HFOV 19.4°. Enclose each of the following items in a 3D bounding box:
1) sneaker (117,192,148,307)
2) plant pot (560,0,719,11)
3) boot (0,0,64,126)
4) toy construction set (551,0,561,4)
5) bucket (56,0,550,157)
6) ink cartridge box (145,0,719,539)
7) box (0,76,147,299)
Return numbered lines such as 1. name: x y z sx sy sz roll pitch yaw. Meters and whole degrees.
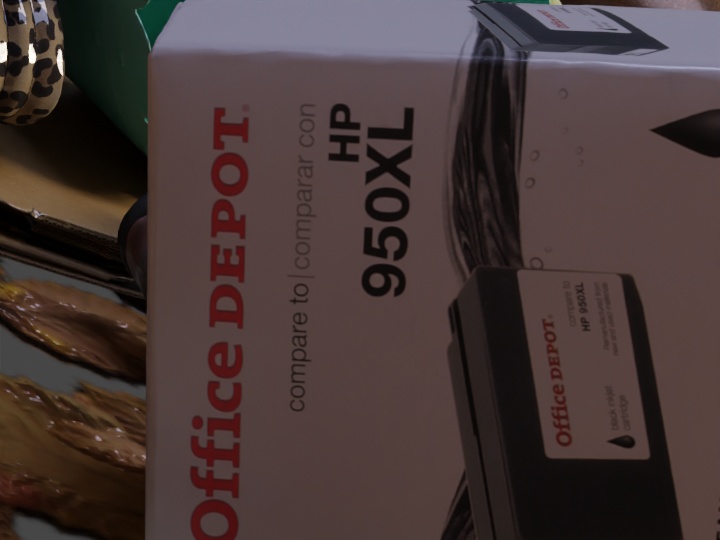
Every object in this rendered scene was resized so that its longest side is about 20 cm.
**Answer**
1. sneaker: 0.000 0.000 0.722 0.200 0.077 0.082 10 35 -51
2. plant pot: 0.165 -0.053 1.088 0.200 0.187 0.187 51 22 18
3. boot: -0.199 -0.110 0.708 0.151 0.073 0.200 1 33 -36
4. toy construction set: 0.054 -0.078 0.933 0.200 0.092 0.131 -23 80 -42
5. bucket: -0.035 -0.128 0.791 0.207 0.207 0.135 11 21 -49
6. ink cartridge box: 0.046 0.008 0.542 0.200 0.145 0.084 3 16 2
7. box: -0.119 -0.046 0.792 0.163 0.021 0.200 18 18 -34
